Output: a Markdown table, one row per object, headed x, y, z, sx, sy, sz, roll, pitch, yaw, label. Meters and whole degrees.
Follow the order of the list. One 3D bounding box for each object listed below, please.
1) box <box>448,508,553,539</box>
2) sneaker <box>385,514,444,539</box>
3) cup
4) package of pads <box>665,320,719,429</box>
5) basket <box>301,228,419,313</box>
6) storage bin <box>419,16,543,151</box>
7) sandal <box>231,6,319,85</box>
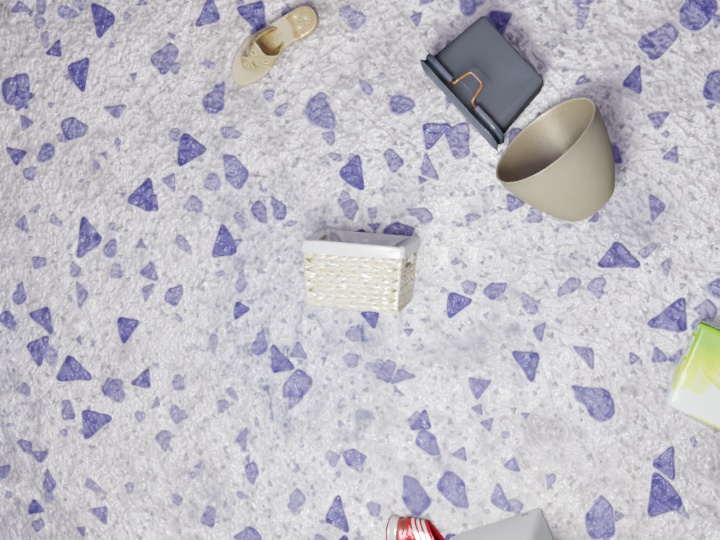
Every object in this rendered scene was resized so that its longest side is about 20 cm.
| x | y | z | sx | sy | sz | roll | pitch | yaw | label |
| --- | --- | --- | --- | --- | --- | --- | --- | --- | --- |
| 0.255 | 0.562 | 1.602 | 0.197 | 0.199 | 0.174 | -22 | 89 | 18 | box |
| 0.108 | 0.571 | 1.714 | 0.113 | 0.078 | 0.205 | -1 | 97 | 18 | sneaker |
| 0.346 | -0.168 | 1.513 | 0.199 | 0.201 | 0.143 | -36 | 112 | 18 | cup |
| 0.631 | 0.194 | 1.514 | 0.197 | 0.068 | 0.157 | 24 | 101 | 14 | package of pads |
| 0.000 | 0.000 | 1.655 | 0.196 | 0.135 | 0.126 | 6 | 102 | 16 | basket |
| 0.216 | -0.333 | 1.554 | 0.134 | 0.145 | 0.200 | -44 | 83 | 6 | storage bin |
| -0.175 | -0.428 | 1.692 | 0.210 | 0.070 | 0.079 | -32 | 86 | 18 | sandal |
